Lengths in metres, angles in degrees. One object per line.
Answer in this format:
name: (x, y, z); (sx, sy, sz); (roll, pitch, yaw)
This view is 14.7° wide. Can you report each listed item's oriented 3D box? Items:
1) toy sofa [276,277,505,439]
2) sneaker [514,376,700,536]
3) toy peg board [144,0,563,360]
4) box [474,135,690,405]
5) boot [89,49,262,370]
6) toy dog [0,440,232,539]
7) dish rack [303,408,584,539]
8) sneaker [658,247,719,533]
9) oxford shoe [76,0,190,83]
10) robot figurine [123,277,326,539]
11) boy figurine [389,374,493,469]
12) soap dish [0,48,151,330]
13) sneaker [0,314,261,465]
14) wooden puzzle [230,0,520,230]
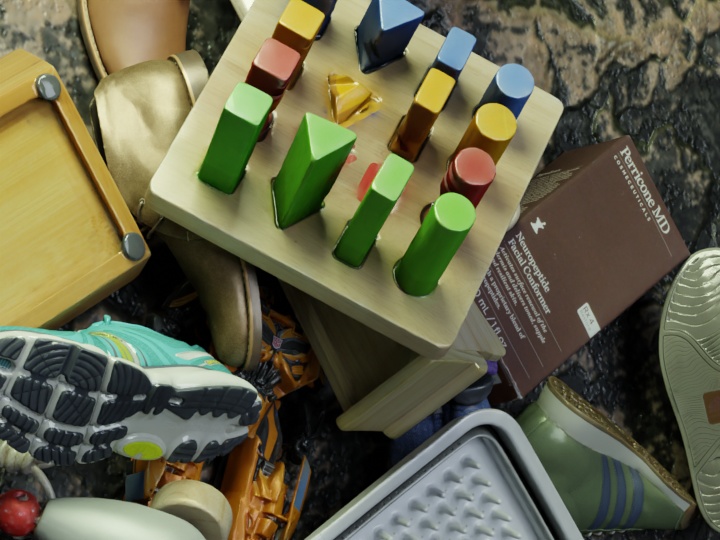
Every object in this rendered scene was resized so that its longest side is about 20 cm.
toy sofa: (0.000, 0.000, 1.745); (0.097, 0.083, 0.201); (6, 51, -58)
sneaker: (0.151, 0.147, 1.900); (0.090, 0.067, 0.200); (-46, 138, 5)
toy peg board: (0.010, -0.089, 1.640); (0.199, 0.098, 0.200); (28, 58, -1)
box: (0.125, 0.001, 1.897); (0.200, 0.075, 0.100); (-39, 105, -38)
boot: (-0.110, -0.030, 1.681); (0.075, 0.074, 0.201); (-13, 77, -20)
toy dog: (-0.164, 0.170, 1.613); (0.132, 0.199, 0.097); (-44, 150, -50)
dish rack: (0.040, 0.195, 1.737); (0.200, 0.043, 0.172); (-37, 115, -15)
sneaker: (0.257, 0.086, 1.971); (0.106, 0.074, 0.201); (6, 79, -75)
oxford shoe: (-0.131, -0.188, 1.734); (0.071, 0.071, 0.201); (0, 83, -40)
robot figurine: (-0.080, 0.101, 1.725); (0.145, 0.058, 0.201); (28, 66, -32)
boy figurine: (0.057, 0.165, 1.804); (0.124, 0.064, 0.201); (-10, 104, -11)
soap dish: (-0.226, -0.022, 1.621); (0.200, 0.081, 0.158); (-34, 103, -36)
sneaker: (-0.150, 0.065, 1.608); (0.199, 0.080, 0.078); (13, 116, -44)
wooden puzzle: (0.015, -0.112, 1.776); (0.200, 0.037, 0.186); (4, 54, -58)
